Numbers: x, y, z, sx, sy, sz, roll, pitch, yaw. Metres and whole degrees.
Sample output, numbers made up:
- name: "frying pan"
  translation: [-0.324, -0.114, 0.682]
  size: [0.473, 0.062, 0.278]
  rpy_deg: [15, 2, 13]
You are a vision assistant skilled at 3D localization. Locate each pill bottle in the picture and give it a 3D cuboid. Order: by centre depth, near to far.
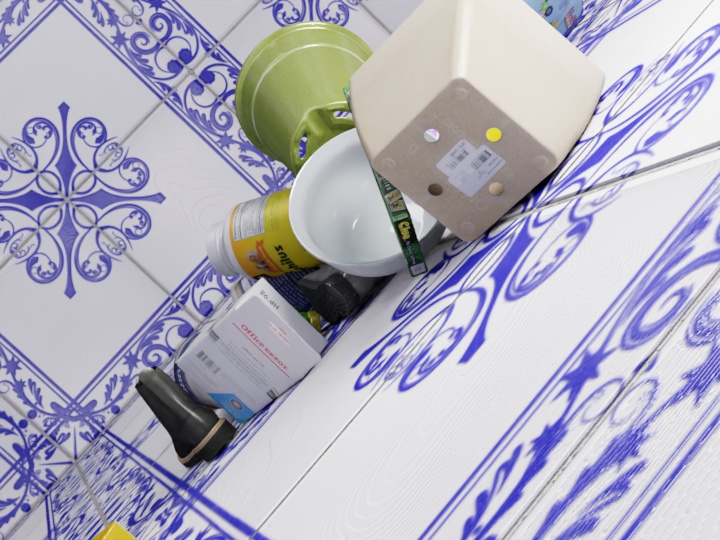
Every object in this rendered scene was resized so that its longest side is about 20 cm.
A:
- name: "pill bottle"
  translation: [-0.106, -0.049, 1.745]
  size: [0.199, 0.110, 0.109]
  rpy_deg: [-14, 24, 31]
- name: "pill bottle"
  translation: [-0.200, 0.136, 1.815]
  size: [0.111, 0.111, 0.200]
  rpy_deg: [-48, 7, -14]
- name: "pill bottle"
  translation: [-0.080, -0.002, 1.854]
  size: [0.200, 0.116, 0.116]
  rpy_deg: [-45, 7, 18]

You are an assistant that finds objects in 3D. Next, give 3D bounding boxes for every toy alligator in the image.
- name: "toy alligator"
  translation: [-0.086, 0.080, 1.700]
  size: [0.059, 0.055, 0.200]
  rpy_deg: [-3, 4, -7]

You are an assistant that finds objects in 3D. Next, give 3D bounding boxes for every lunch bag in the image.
- name: "lunch bag"
  translation: [0.251, -0.379, 1.915]
  size: [0.200, 0.094, 0.151]
  rpy_deg: [-37, -34, -1]

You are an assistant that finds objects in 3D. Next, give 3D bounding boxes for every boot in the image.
- name: "boot"
  translation: [0.000, 0.000, 1.642]
  size: [0.132, 0.070, 0.200]
  rpy_deg: [-42, 12, -15]
- name: "boot"
  translation: [-0.239, 0.180, 1.694]
  size: [0.078, 0.138, 0.200]
  rpy_deg: [-50, 7, -23]

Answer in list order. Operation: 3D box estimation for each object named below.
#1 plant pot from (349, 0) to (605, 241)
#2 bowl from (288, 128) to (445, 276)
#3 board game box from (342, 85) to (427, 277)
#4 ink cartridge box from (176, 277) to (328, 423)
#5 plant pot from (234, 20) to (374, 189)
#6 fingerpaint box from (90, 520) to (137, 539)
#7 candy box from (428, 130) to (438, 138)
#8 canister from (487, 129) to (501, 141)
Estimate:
- name: "plant pot"
  translation: [0.109, -0.152, 1.316]
  size: [0.200, 0.200, 0.177]
  rpy_deg: [-43, 18, 31]
- name: "bowl"
  translation: [0.023, -0.066, 1.520]
  size: [0.201, 0.201, 0.090]
  rpy_deg: [-49, -33, -16]
- name: "board game box"
  translation: [0.027, -0.099, 1.420]
  size: [0.023, 0.200, 0.105]
  rpy_deg: [-19, -36, -1]
- name: "ink cartridge box"
  translation: [-0.122, 0.092, 1.587]
  size: [0.200, 0.116, 0.067]
  rpy_deg: [-39, 9, 44]
- name: "plant pot"
  translation: [-0.044, -0.187, 1.640]
  size: [0.200, 0.200, 0.190]
  rpy_deg: [-45, 30, 10]
- name: "fingerpaint box"
  translation: [-0.315, 0.370, 1.341]
  size: [0.200, 0.073, 0.167]
  rpy_deg: [-41, 9, 38]
- name: "candy box"
  translation: [0.058, -0.158, 1.706]
  size: [0.168, 0.071, 0.201]
  rpy_deg: [-159, 81, -84]
- name: "canister"
  translation: [0.172, -0.231, 1.763]
  size: [0.149, 0.087, 0.200]
  rpy_deg: [-46, 8, 15]
